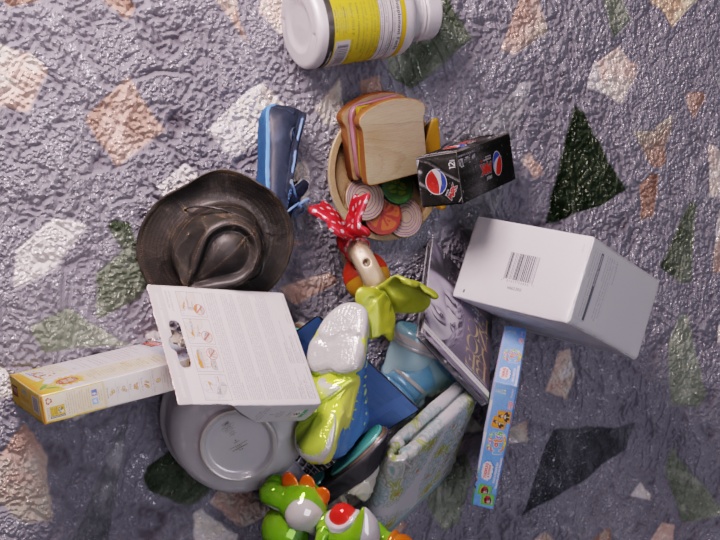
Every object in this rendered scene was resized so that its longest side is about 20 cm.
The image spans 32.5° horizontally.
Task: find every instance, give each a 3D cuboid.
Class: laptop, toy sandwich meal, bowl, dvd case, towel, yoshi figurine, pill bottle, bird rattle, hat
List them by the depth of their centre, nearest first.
[{"bbox_3d":[-0.042,0.329,1.504,0.198,0.113,0.113,29,78,14],"label":"yoshi figurine"},{"bbox_3d":[-0.175,-0.017,1.507,0.197,0.081,0.204,-4,115,-9],"label":"hat"},{"bbox_3d":[-0.151,0.197,1.527,0.197,0.091,0.205,-2,109,-7],"label":"bowl"},{"bbox_3d":[-0.066,0.196,1.590,0.187,0.116,0.201,42,74,-14],"label":"laptop"},{"bbox_3d":[0.005,-0.330,1.606,0.197,0.111,0.113,-13,101,-29],"label":"pill bottle"},{"bbox_3d":[0.000,0.000,1.609,0.112,0.163,0.201,-35,78,-12],"label":"bird rattle"},{"bbox_3d":[0.077,0.253,1.663,0.199,0.048,0.173,-36,149,-43],"label":"towel"},{"bbox_3d":[0.044,-0.140,1.667,0.202,0.070,0.209,-3,96,-30],"label":"toy sandwich meal"},{"bbox_3d":[0.133,0.069,1.695,0.149,0.016,0.201,47,31,-25],"label":"dvd case"}]

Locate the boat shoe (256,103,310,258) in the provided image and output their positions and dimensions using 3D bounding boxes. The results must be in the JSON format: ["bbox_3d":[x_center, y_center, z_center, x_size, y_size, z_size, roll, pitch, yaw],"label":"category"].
[{"bbox_3d":[-0.095,-0.110,1.581,0.067,0.084,0.204,1,96,-18],"label":"boat shoe"}]

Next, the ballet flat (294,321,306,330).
[{"bbox_3d":[-0.028,0.137,1.655,0.063,0.067,0.202,-37,118,-23],"label":"ballet flat"}]

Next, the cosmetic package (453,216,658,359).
[{"bbox_3d":[0.273,0.024,1.713,0.199,0.197,0.125,27,80,-47],"label":"cosmetic package"}]

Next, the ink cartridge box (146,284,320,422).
[{"bbox_3d":[-0.156,0.099,1.453,0.198,0.050,0.163,3,54,-38],"label":"ink cartridge box"}]

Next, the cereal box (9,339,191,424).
[{"bbox_3d":[-0.298,0.127,1.450,0.197,0.143,0.040,-12,100,-28],"label":"cereal box"}]

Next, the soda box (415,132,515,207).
[{"bbox_3d":[0.145,-0.138,1.678,0.199,0.062,0.072,-26,110,-59],"label":"soda box"}]

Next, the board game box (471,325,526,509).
[{"bbox_3d":[0.192,0.201,1.708,0.036,0.152,0.203,11,118,7],"label":"board game box"}]

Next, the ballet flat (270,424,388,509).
[{"bbox_3d":[-0.026,0.275,1.577,0.199,0.073,0.073,-38,116,17],"label":"ballet flat"}]

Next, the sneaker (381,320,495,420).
[{"bbox_3d":[0.095,0.156,1.727,0.198,0.079,0.132,23,97,-39],"label":"sneaker"}]

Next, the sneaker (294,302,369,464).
[{"bbox_3d":[-0.025,0.144,1.540,0.105,0.075,0.203,33,74,-63],"label":"sneaker"}]
